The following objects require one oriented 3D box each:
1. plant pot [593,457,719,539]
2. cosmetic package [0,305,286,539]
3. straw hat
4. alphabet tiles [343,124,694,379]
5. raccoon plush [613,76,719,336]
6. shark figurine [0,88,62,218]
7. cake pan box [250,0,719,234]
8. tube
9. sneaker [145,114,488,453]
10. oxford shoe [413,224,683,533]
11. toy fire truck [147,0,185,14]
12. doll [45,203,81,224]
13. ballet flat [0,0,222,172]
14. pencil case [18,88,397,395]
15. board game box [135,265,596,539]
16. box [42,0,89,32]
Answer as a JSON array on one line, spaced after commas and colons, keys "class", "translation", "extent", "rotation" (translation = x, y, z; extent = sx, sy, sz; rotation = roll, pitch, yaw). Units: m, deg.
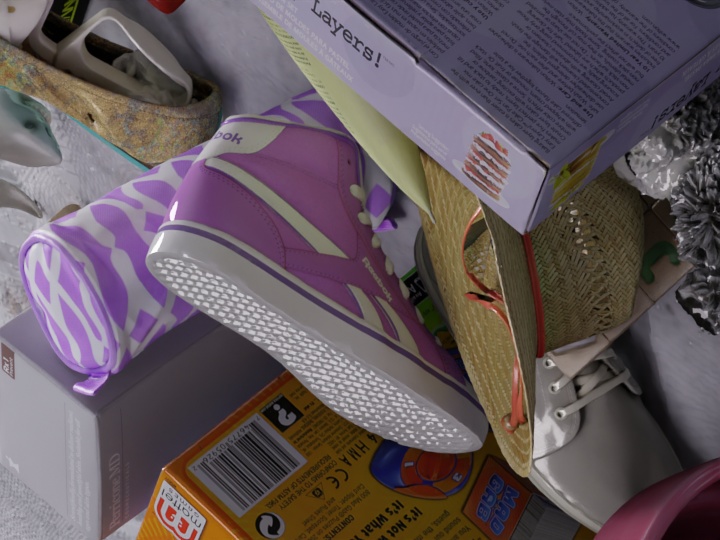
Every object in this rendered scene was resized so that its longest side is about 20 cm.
[{"class": "plant pot", "translation": [0.153, 0.198, 1.332], "extent": [0.200, 0.200, 0.179], "rotation": [54, 147, -3]}, {"class": "cosmetic package", "translation": [-0.094, 0.038, 1.536], "extent": [0.090, 0.200, 0.107], "rotation": [33, 144, 26]}, {"class": "straw hat", "translation": [0.085, -0.012, 1.322], "extent": [0.201, 0.085, 0.202], "rotation": [165, 90, -85]}, {"class": "alphabet tiles", "translation": [0.081, -0.069, 1.362], "extent": [0.200, 0.008, 0.167], "rotation": [48, 129, 5]}, {"class": "raccoon plush", "translation": [0.199, -0.055, 1.247], "extent": [0.199, 0.097, 0.135], "rotation": [-15, 95, 21]}, {"class": "shark figurine", "translation": [-0.244, -0.071, 1.677], "extent": [0.128, 0.089, 0.214], "rotation": [48, 160, 0]}, {"class": "cake pan box", "translation": [0.058, -0.134, 1.216], "extent": [0.200, 0.184, 0.052], "rotation": [40, 144, 16]}, {"class": "tube", "translation": [-0.016, -0.113, 1.313], "extent": [0.052, 0.058, 0.200], "rotation": [-1, 133, 35]}, {"class": "sneaker", "translation": [0.000, 0.000, 1.420], "extent": [0.200, 0.115, 0.073], "rotation": [39, 150, -25]}, {"class": "oxford shoe", "translation": [0.098, 0.049, 1.437], "extent": [0.200, 0.075, 0.058], "rotation": [57, 149, 2]}, {"class": "toy fire truck", "translation": [-0.099, -0.207, 1.382], "extent": [0.200, 0.112, 0.168], "rotation": [44, -177, 4]}, {"class": "doll", "translation": [-0.107, 0.038, 1.688], "extent": [0.200, 0.048, 0.137], "rotation": [34, 143, 25]}, {"class": "ballet flat", "translation": [-0.161, -0.119, 1.547], "extent": [0.199, 0.071, 0.071], "rotation": [29, 149, -14]}, {"class": "pencil case", "translation": [-0.074, -0.020, 1.469], "extent": [0.084, 0.199, 0.086], "rotation": [14, 126, 56]}, {"class": "board game box", "translation": [0.015, 0.164, 1.525], "extent": [0.200, 0.200, 0.200], "rotation": [42, 145, 14]}, {"class": "box", "translation": [-0.220, -0.223, 1.586], "extent": [0.200, 0.047, 0.193], "rotation": [43, 147, 12]}]
